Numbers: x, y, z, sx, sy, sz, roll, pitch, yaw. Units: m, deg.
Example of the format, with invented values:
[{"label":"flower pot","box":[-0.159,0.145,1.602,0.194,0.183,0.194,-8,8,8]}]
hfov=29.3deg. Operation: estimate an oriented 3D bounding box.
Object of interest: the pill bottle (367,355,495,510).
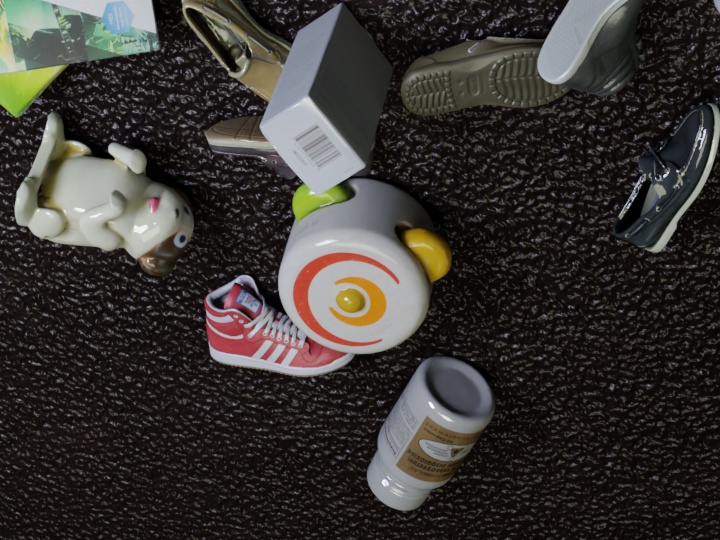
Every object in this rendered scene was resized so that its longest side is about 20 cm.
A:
[{"label":"pill bottle","box":[0.085,0.217,1.790,0.113,0.115,0.201,23,128,-7]}]

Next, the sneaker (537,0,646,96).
[{"label":"sneaker","box":[0.271,-0.269,1.425,0.099,0.071,0.201,18,112,-46]}]

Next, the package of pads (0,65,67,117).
[{"label":"package of pads","box":[-0.409,-0.292,1.541,0.200,0.069,0.154,42,125,-20]}]

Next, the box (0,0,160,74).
[{"label":"box","box":[-0.323,-0.295,1.473,0.197,0.036,0.147,-10,109,-7]}]

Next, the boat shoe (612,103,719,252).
[{"label":"boat shoe","box":[0.333,-0.104,1.524,0.065,0.075,0.201,9,138,-10]}]

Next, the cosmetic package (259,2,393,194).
[{"label":"cosmetic package","box":[-0.032,-0.185,1.458,0.073,0.201,0.102,-27,117,28]}]

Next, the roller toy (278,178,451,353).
[{"label":"roller toy","box":[0.000,0.000,1.629,0.197,0.141,0.184,15,129,-1]}]

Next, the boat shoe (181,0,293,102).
[{"label":"boat shoe","box":[-0.124,-0.232,1.520,0.199,0.077,0.071,40,124,-19]}]

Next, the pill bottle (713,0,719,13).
[{"label":"pill bottle","box":[0.429,-0.322,1.314,0.114,0.116,0.202,19,127,-4]}]

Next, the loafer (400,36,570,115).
[{"label":"loafer","box":[0.138,-0.219,1.486,0.197,0.068,0.077,-5,131,-4]}]

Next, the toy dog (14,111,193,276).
[{"label":"toy dog","box":[-0.297,-0.066,1.646,0.197,0.141,0.195,17,141,-1]}]

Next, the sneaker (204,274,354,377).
[{"label":"sneaker","box":[-0.106,0.068,1.746,0.197,0.072,0.114,2,130,13]}]

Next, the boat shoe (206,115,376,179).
[{"label":"boat shoe","box":[-0.080,-0.137,1.587,0.196,0.072,0.066,1,121,4]}]
